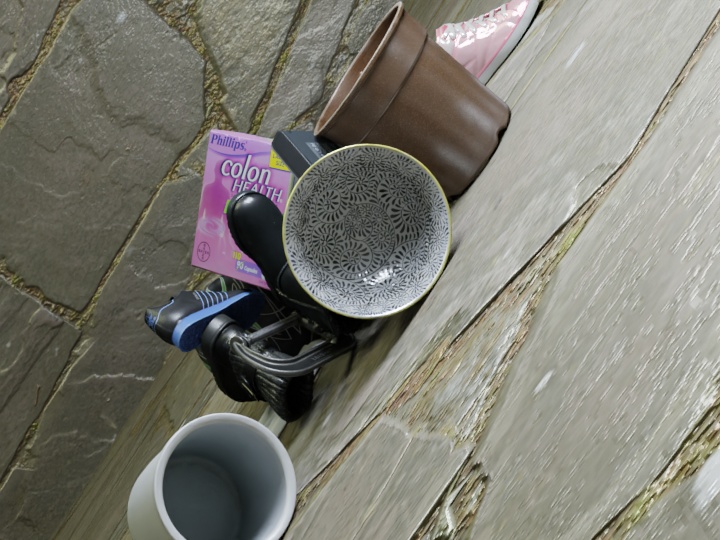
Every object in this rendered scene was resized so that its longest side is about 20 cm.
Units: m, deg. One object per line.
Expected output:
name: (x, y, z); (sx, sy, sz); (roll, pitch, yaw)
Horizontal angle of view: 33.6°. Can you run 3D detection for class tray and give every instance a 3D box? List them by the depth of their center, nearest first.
tray: (-0.108, 0.184, 1.735); (0.202, 0.022, 0.107); (-59, 12, -8)

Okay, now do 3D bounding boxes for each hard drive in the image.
hard drive: (-0.004, -0.132, 1.573); (0.198, 0.140, 0.033); (-5, -45, -45)

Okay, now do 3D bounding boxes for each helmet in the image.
helmet: (-0.166, 0.094, 1.854); (0.201, 0.199, 0.191); (-57, -6, 0)

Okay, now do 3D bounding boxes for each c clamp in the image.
c clamp: (-0.098, 0.088, 1.569); (0.199, 0.169, 0.027); (-29, -46, -56)

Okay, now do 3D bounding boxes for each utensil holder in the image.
utensil holder: (-0.186, 0.279, 1.439); (0.171, 0.169, 0.200); (-63, 9, -28)

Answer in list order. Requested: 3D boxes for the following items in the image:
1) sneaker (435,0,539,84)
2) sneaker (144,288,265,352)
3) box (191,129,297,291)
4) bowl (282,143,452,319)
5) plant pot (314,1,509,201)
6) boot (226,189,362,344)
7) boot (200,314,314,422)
sneaker: (0.173, -0.350, 1.763); (0.201, 0.104, 0.076); (-51, 10, 24)
sneaker: (-0.214, 0.054, 1.663); (0.199, 0.077, 0.071); (-18, -47, -57)
box: (-0.138, -0.086, 1.702); (0.174, 0.096, 0.203); (16, 99, 39)
bowl: (0.006, -0.046, 1.429); (0.202, 0.199, 0.094); (-57, 3, 0)
plant pot: (0.075, -0.206, 1.543); (0.201, 0.197, 0.201); (-55, 11, 16)
boot: (-0.079, -0.005, 1.523); (0.073, 0.200, 0.162); (-38, 32, -18)
boot: (-0.127, 0.155, 1.652); (0.080, 0.157, 0.212); (-56, -24, -15)
